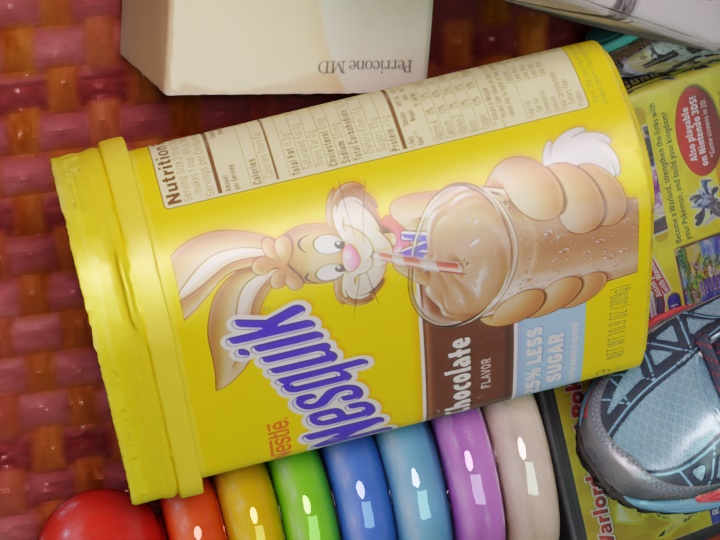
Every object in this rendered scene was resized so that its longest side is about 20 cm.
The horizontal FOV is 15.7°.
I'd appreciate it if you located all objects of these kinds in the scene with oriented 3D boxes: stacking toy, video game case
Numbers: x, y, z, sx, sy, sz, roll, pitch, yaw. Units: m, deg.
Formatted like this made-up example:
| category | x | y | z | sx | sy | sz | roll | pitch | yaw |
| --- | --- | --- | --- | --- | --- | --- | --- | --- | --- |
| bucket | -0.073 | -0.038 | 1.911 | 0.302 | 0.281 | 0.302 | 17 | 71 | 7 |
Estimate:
| category | x | y | z | sx | sy | sz | roll | pitch | yaw |
| --- | --- | --- | --- | --- | --- | --- | --- | --- | --- |
| stacking toy | -0.028 | 0.092 | 1.006 | 0.198 | 0.085 | 0.086 | -12 | 111 | -7 |
| video game case | 0.147 | 0.008 | 1.058 | 0.180 | 0.026 | 0.201 | -19 | 113 | -12 |

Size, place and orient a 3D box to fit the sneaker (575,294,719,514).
| category | x | y | z | sx | sy | sz | roll | pitch | yaw |
| --- | --- | --- | --- | --- | --- | --- | --- | --- | --- |
| sneaker | 0.169 | 0.019 | 0.995 | 0.199 | 0.096 | 0.080 | -28 | 70 | -15 |

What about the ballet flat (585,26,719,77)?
| category | x | y | z | sx | sy | sz | roll | pitch | yaw |
| --- | --- | --- | --- | --- | --- | --- | --- | --- | --- |
| ballet flat | 0.177 | -0.128 | 0.997 | 0.200 | 0.072 | 0.072 | -44 | 115 | -1 |

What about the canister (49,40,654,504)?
| category | x | y | z | sx | sy | sz | roll | pitch | yaw |
| --- | --- | --- | --- | --- | --- | --- | --- | --- | --- |
| canister | 0.000 | 0.000 | 0.936 | 0.198 | 0.087 | 0.149 | -14 | 144 | -6 |

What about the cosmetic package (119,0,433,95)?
| category | x | y | z | sx | sy | sz | roll | pitch | yaw |
| --- | --- | --- | --- | --- | --- | --- | --- | --- | --- |
| cosmetic package | -0.026 | -0.166 | 0.918 | 0.104 | 0.071 | 0.202 | -3 | 108 | -18 |

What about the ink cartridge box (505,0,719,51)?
| category | x | y | z | sx | sy | sz | roll | pitch | yaw |
| --- | --- | --- | --- | --- | --- | --- | --- | --- | --- |
| ink cartridge box | 0.067 | -0.163 | 0.880 | 0.199 | 0.084 | 0.147 | 8 | 96 | -57 |
